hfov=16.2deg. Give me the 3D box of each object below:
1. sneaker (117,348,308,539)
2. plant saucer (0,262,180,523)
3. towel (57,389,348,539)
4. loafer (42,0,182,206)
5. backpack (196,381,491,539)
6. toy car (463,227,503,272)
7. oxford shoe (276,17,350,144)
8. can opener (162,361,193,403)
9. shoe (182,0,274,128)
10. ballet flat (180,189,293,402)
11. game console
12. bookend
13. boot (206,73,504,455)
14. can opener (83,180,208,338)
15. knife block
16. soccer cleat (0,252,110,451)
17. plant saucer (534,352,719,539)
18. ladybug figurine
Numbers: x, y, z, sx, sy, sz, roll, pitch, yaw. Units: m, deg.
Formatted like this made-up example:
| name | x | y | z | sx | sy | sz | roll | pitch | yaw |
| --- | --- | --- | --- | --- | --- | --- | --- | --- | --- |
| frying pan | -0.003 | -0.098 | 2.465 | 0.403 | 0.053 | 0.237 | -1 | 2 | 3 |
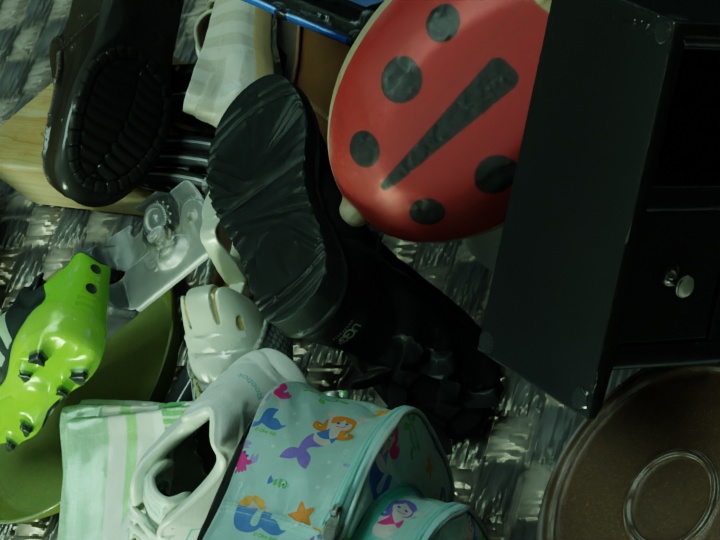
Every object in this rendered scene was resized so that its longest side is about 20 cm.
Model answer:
| name | x | y | z | sx | sy | sz | roll | pitch | yaw |
| --- | --- | --- | --- | --- | --- | --- | --- | --- | --- |
| sneaker | -0.102 | 0.127 | 1.392 | 0.070 | 0.080 | 0.201 | 41 | 124 | 19 |
| plant saucer | -0.182 | 0.077 | 1.617 | 0.199 | 0.031 | 0.201 | -28 | 43 | 30 |
| towel | -0.096 | 0.145 | 1.466 | 0.199 | 0.023 | 0.154 | -6 | 76 | 32 |
| loafer | -0.162 | -0.123 | 1.613 | 0.071 | 0.073 | 0.201 | -20 | 46 | 42 |
| backpack | -0.012 | 0.163 | 1.302 | 0.149 | 0.178 | 0.201 | 6 | 62 | 21 |
| toy car | 0.094 | -0.111 | 1.401 | 0.200 | 0.150 | 0.176 | -38 | 43 | 18 |
| oxford shoe | -0.015 | -0.089 | 1.559 | 0.071 | 0.071 | 0.201 | -2 | 66 | 4 |
| can opener | -0.097 | 0.069 | 1.532 | 0.053 | 0.066 | 0.201 | 26 | 88 | 50 |
| shoe | -0.081 | -0.148 | 1.584 | 0.201 | 0.053 | 0.070 | -92 | 8 | -56 |
| ballet flat | -0.072 | 0.009 | 1.445 | 0.072 | 0.072 | 0.202 | -12 | 58 | 38 |
| game console | 0.018 | -0.200 | 1.486 | 0.170 | 0.200 | 0.119 | 24 | 104 | 9 |
| bookend | 0.179 | -0.039 | 1.278 | 0.092 | 0.198 | 0.201 | 32 | 116 | 49 |
| boot | 0.001 | -0.001 | 1.406 | 0.073 | 0.162 | 0.199 | -38 | 42 | 19 |
| can opener | -0.147 | 0.014 | 1.574 | 0.200 | 0.067 | 0.054 | -37 | 63 | 33 |
| knife block | -0.152 | -0.069 | 1.671 | 0.200 | 0.064 | 0.176 | -37 | 43 | 18 |
| soccer cleat | -0.205 | 0.052 | 1.541 | 0.200 | 0.067 | 0.082 | -32 | 37 | 50 |
| plant saucer | 0.162 | 0.120 | 1.273 | 0.199 | 0.032 | 0.201 | -25 | 48 | 31 |
| ladybug figurine | 0.061 | -0.092 | 1.304 | 0.200 | 0.136 | 0.072 | -48 | 3 | 15 |
